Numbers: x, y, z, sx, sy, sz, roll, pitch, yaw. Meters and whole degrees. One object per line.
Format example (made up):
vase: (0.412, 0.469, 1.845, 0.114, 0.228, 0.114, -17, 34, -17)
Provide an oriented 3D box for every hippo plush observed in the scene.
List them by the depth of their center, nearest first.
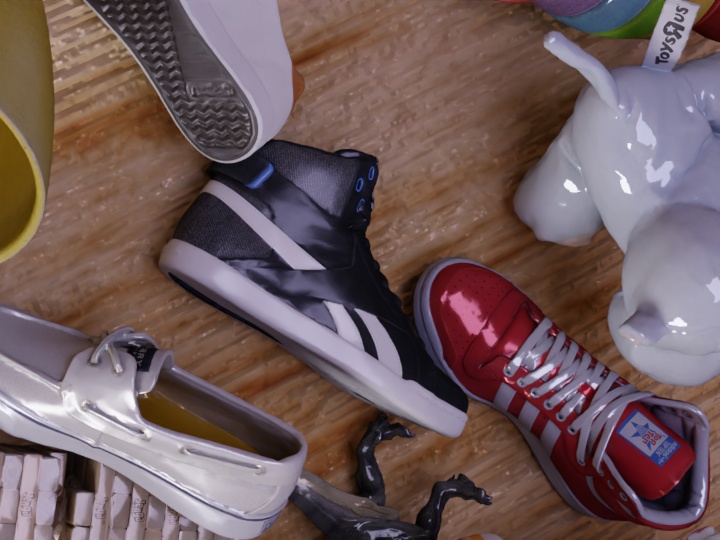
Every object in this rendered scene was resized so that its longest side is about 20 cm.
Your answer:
hippo plush: (0.184, -0.031, 1.374, 0.159, 0.200, 0.161, -17, 65, -14)

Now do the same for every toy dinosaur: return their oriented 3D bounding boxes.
toy dinosaur: (0.014, 0.133, 1.402, 0.200, 0.047, 0.088, 43, 81, -22)

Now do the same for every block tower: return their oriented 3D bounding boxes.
block tower: (-0.155, 0.117, 1.300, 0.199, 0.058, 0.054, 6, 91, -28)

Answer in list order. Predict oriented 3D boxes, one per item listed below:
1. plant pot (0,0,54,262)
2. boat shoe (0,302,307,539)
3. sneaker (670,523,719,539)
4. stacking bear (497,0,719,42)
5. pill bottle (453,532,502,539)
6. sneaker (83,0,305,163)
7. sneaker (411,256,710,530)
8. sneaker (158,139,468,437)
plant pot: (-0.225, -0.111, 1.182, 0.200, 0.200, 0.142, 32, 52, -27)
boat shoe: (-0.118, 0.059, 1.270, 0.199, 0.070, 0.071, 30, 38, -3)
sneaker: (0.175, 0.193, 1.393, 0.199, 0.088, 0.074, -7, 131, 1)
stacking bear: (0.162, -0.181, 1.424, 0.199, 0.121, 0.114, 12, 86, -37)
pill bottle: (-0.010, 0.213, 1.339, 0.199, 0.112, 0.113, -14, 102, -8)
sneaker: (-0.096, -0.156, 1.313, 0.201, 0.073, 0.085, 62, 36, -12)
sneaker: (0.118, 0.069, 1.413, 0.200, 0.112, 0.071, 47, 72, -24)
sneaker: (0.000, 0.000, 1.364, 0.200, 0.073, 0.112, 33, 80, -26)
